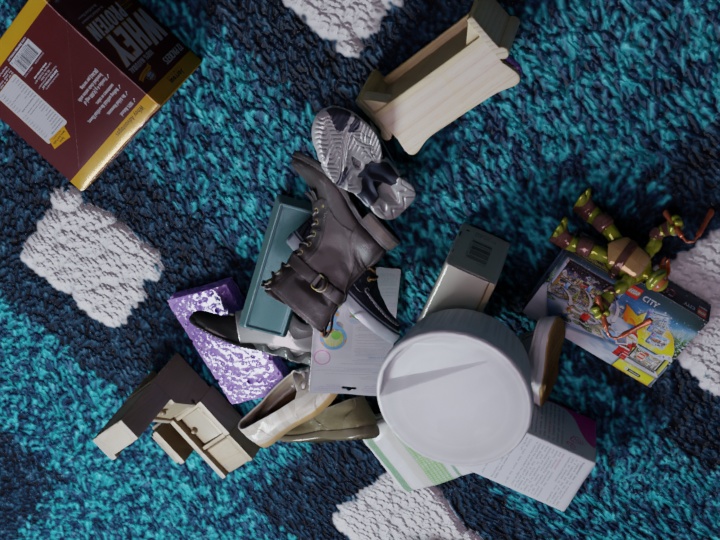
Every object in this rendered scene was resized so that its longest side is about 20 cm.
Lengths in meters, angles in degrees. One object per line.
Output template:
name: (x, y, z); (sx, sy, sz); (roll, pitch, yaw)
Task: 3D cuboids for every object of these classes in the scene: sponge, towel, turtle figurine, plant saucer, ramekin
sponge: (-0.192, 0.106, 1.848); (0.111, 0.030, 0.200); (-16, 115, 29)
towel: (0.109, 0.248, 1.836); (0.200, 0.031, 0.149); (-24, 114, 30)
turtle figurine: (0.324, -0.028, 1.515); (0.161, 0.064, 0.200); (39, 89, 10)
plant saucer: (-0.108, -0.002, 1.696); (0.070, 0.019, 0.201); (15, 108, -10)
ramekin: (0.126, 0.140, 1.569); (0.202, 0.094, 0.203); (7, 121, 12)

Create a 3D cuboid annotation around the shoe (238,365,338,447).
shoe: (-0.097, 0.188, 1.816); (0.200, 0.070, 0.053); (-41, 123, 18)

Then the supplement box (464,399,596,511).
supplement box: (0.216, 0.231, 1.714); (0.199, 0.101, 0.104); (23, 120, -1)

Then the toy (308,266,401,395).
toy: (-0.010, 0.078, 1.739); (0.115, 0.047, 0.201); (3, 117, -4)

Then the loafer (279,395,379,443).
loafer: (-0.053, 0.223, 1.852); (0.199, 0.076, 0.068); (-8, 78, 37)

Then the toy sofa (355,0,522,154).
toy sofa: (0.099, -0.232, 1.465); (0.200, 0.083, 0.098); (-33, 112, 35)

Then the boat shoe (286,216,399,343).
boat shoe: (0.000, 0.000, 1.639); (0.091, 0.071, 0.200); (-44, 89, 4)

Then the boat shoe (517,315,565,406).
boat shoe: (0.225, 0.115, 1.639); (0.069, 0.071, 0.200); (25, 152, 17)

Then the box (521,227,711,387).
box: (0.329, 0.050, 1.601); (0.200, 0.038, 0.137); (31, 129, -1)

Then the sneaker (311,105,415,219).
sneaker: (-0.018, -0.157, 1.529); (0.080, 0.130, 0.199); (-46, 137, 8)

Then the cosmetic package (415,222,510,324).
cosmetic package: (0.122, 0.049, 1.640); (0.073, 0.104, 0.200); (24, 129, 3)

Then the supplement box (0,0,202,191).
supplement box: (-0.354, -0.253, 1.594); (0.200, 0.133, 0.197); (43, 127, -11)

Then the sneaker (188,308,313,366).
sneaker: (-0.143, 0.072, 1.770); (0.199, 0.074, 0.089); (15, 92, -10)

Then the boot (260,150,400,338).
boot: (-0.064, -0.035, 1.587); (0.174, 0.069, 0.200); (-45, 78, 8)

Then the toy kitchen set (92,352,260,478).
toy kitchen set: (-0.301, 0.278, 1.912); (0.163, 0.181, 0.200); (-35, 102, 37)
